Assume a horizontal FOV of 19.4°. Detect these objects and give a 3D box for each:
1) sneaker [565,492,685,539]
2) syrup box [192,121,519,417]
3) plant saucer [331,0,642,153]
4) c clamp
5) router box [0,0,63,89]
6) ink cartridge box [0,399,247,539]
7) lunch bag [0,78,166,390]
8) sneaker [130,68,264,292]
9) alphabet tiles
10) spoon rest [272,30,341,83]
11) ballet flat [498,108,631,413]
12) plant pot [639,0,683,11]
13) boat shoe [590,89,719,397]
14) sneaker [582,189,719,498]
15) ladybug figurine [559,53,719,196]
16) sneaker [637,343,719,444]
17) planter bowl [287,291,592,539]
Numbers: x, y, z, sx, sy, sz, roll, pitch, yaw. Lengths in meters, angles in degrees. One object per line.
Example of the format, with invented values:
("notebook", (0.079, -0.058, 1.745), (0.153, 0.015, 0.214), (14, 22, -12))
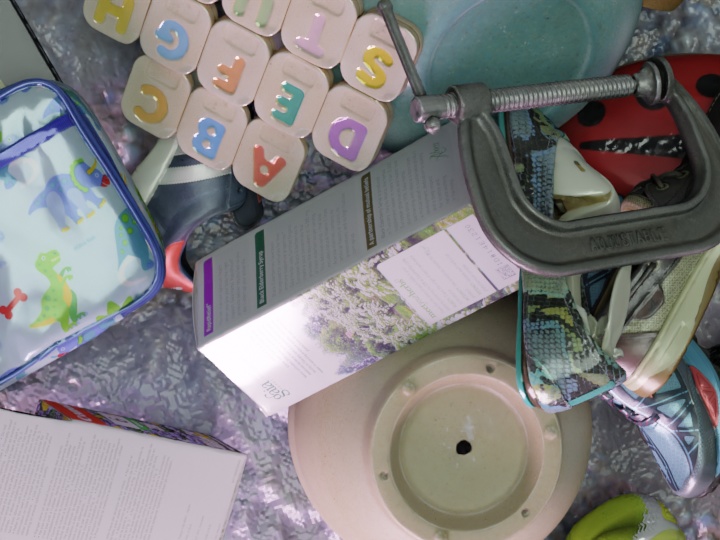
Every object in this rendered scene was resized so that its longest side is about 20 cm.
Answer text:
("sneaker", (0.136, 0.233, 1.364), (0.199, 0.076, 0.105), (-34, 119, 16))
("syrup box", (0.000, 0.000, 1.267), (0.199, 0.082, 0.079), (-27, 130, 21))
("plant saucer", (0.082, -0.133, 1.240), (0.199, 0.039, 0.202), (-12, 133, -13))
("c clamp", (0.119, -0.079, 1.174), (0.198, 0.027, 0.172), (-3, 67, -25))
("router box", (-0.276, -0.119, 1.304), (0.156, 0.052, 0.201), (-31, 97, -2))
("ink cartridge box", (-0.175, 0.141, 1.295), (0.199, 0.050, 0.110), (16, 94, -36))
("lunch bag", (-0.228, -0.014, 1.252), (0.199, 0.082, 0.162), (-28, 98, 0))
("sneaker", (-0.085, -0.078, 1.318), (0.084, 0.075, 0.201), (29, 102, -3))
("alphabet tiles", (-0.065, -0.143, 1.222), (0.199, 0.015, 0.197), (29, 122, 7))
("spoon rest", (0.033, -0.135, 1.294), (0.198, 0.099, 0.061), (0, 81, -24))
("ballet flat", (0.120, -0.015, 1.196), (0.073, 0.074, 0.202), (-1, 64, -5))
("plant pot", (0.190, -0.269, 1.286), (0.185, 0.187, 0.202), (20, 108, -7))
("boat shoe", (0.184, -0.028, 1.231), (0.064, 0.073, 0.201), (27, 71, -10))
("sneaker", (0.149, 0.054, 1.279), (0.095, 0.079, 0.201), (-22, 81, -26))
("ladybug figurine", (0.205, -0.072, 1.326), (0.198, 0.072, 0.137), (-3, 84, 11))
("sneaker", (0.258, 0.039, 1.361), (0.198, 0.076, 0.115), (-22, 95, -6))
("planter bowl", (0.056, 0.103, 1.315), (0.198, 0.135, 0.203), (0, 95, -5))
